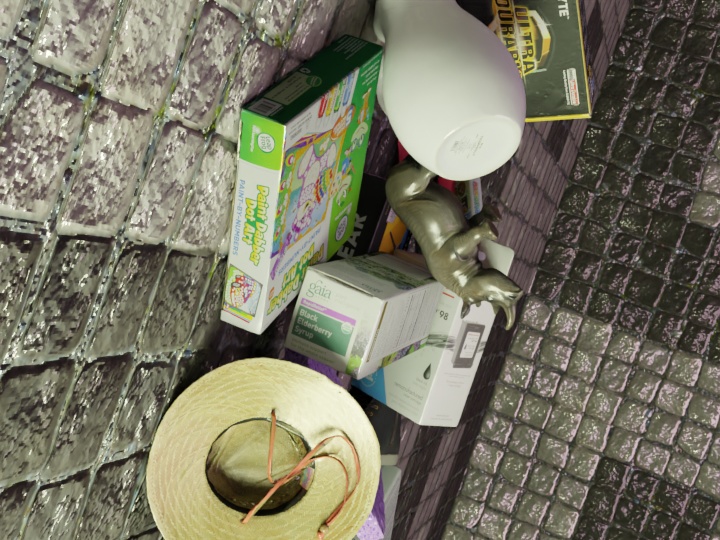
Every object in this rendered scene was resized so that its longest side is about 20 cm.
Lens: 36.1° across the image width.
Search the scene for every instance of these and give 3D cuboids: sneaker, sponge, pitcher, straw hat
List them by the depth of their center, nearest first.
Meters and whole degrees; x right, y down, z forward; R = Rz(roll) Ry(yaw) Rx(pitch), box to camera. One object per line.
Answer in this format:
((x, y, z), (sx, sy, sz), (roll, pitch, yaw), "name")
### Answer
((-0.090, 0.166, 0.954), (0.202, 0.200, 0.085), (-69, -161, -3), "straw hat")
((0.067, -0.166, 1.010), (0.172, 0.120, 0.201), (110, -32, -50), "pitcher")
((-0.024, 0.161, 1.074), (0.112, 0.030, 0.201), (-93, 162, -53), "sponge")
((-0.011, 0.164, 1.247), (0.200, 0.074, 0.107), (16, 82, -65), "sneaker")

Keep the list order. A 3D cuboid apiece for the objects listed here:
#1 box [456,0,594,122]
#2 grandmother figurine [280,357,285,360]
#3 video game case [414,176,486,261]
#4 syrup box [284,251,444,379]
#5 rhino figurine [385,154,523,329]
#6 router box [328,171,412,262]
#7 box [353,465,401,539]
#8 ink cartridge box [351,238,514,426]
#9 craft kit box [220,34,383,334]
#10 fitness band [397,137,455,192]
((0.142, -0.239, 1.097), (0.050, 0.159, 0.201), (-72, 154, -43), "box")
((-0.082, 0.145, 1.087), (0.200, 0.060, 0.122), (-40, 134, -65), "grandmother figurine")
((0.101, -0.047, 1.284), (0.143, 0.018, 0.201), (143, -52, -60), "video game case")
((0.009, 0.038, 1.056), (0.200, 0.078, 0.082), (-16, 126, -68), "syrup box")
((0.094, -0.030, 1.071), (0.087, 0.201, 0.060), (-30, -179, 27), "rhino figurine")
((0.000, 0.000, 1.200), (0.149, 0.051, 0.201), (11, 99, -74), "router box")
((-0.033, 0.366, 1.454), (0.184, 0.104, 0.201), (-55, 159, -45), "box")
((0.076, 0.052, 1.187), (0.066, 0.116, 0.201), (11, 100, -44), "ink cartridge box")
((-0.049, -0.078, 0.951), (0.200, 0.048, 0.198), (-50, 158, -52), "craft kit box")
((0.070, -0.147, 1.187), (0.144, 0.037, 0.201), (-51, 137, -63), "fitness band")
